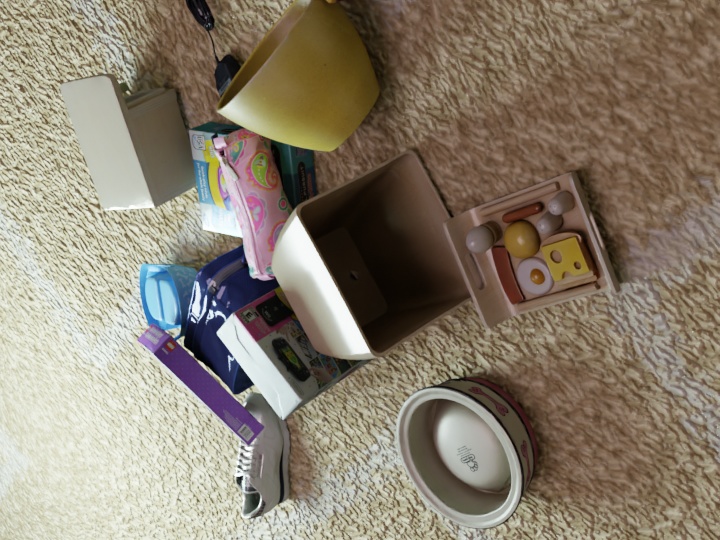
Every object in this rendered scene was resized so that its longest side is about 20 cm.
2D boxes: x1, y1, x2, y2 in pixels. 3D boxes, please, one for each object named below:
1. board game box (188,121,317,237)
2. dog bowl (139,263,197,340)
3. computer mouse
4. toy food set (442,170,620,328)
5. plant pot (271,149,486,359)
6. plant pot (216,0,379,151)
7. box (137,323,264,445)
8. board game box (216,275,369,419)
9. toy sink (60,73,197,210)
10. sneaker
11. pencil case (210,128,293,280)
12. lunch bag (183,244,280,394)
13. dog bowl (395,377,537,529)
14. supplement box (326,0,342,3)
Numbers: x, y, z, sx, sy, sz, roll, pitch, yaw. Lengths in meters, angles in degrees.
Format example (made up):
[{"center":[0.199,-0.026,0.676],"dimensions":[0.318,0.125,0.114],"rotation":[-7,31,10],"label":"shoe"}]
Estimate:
[{"center":[-0.149,-0.121,1.659],"dimensions":[0.198,0.047,0.153],"rotation":[12,117,39],"label":"board game box"},{"center":[-0.288,0.043,1.820],"dimensions":[0.199,0.049,0.113],"rotation":[8,107,63],"label":"dog bowl"},{"center":[-0.190,-0.300,1.628],"dimensions":[0.058,0.034,0.202],"rotation":[-24,88,62],"label":"computer mouse"},{"center":[0.198,-0.019,1.384],"dimensions":[0.199,0.060,0.145],"rotation":[-19,97,46],"label":"toy food set"},{"center":[0.000,0.000,1.490],"dimensions":[0.201,0.199,0.177],"rotation":[61,146,1],"label":"plant pot"},{"center":[-0.060,-0.230,1.447],"dimensions":[0.142,0.201,0.200],"rotation":[38,138,-16],"label":"plant pot"},{"center":[-0.236,0.165,1.738],"dimensions":[0.200,0.039,0.137],"rotation":[47,168,-18],"label":"box"},{"center":[-0.068,0.086,1.576],"dimensions":[0.148,0.199,0.064],"rotation":[51,136,9],"label":"board game box"},{"center":[-0.335,-0.203,1.744],"dimensions":[0.129,0.112,0.202],"rotation":[-1,114,42],"label":"toy sink"},{"center":[-0.160,0.290,1.844],"dimensions":[0.076,0.080,0.203],"rotation":[9,113,41],"label":"sneaker"},{"center":[-0.136,-0.090,1.569],"dimensions":[0.087,0.087,0.202],"rotation":[-3,109,43],"label":"pencil case"},{"center":[-0.173,0.056,1.703],"dimensions":[0.132,0.135,0.202],"rotation":[36,131,23],"label":"lunch bag"},{"center":[0.145,0.230,1.543],"dimensions":[0.199,0.073,0.203],"rotation":[19,121,34],"label":"dog bowl"},{"center":[-0.045,-0.431,1.375],"dimensions":[0.200,0.103,0.131],"rotation":[48,134,13],"label":"supplement box"}]
